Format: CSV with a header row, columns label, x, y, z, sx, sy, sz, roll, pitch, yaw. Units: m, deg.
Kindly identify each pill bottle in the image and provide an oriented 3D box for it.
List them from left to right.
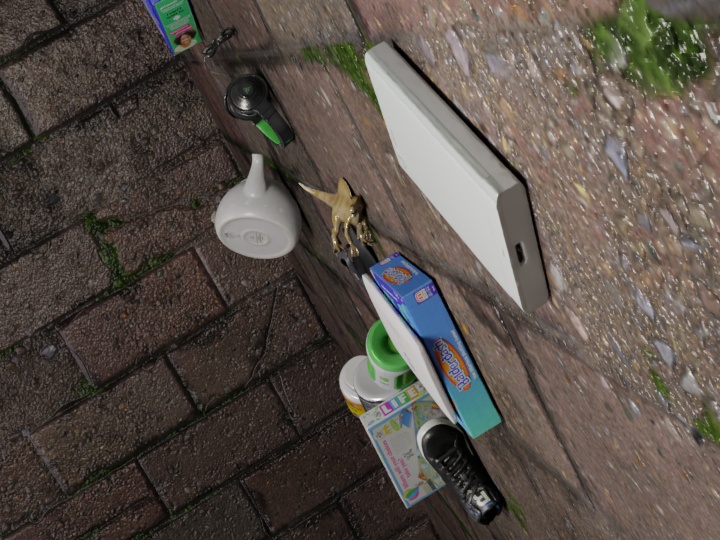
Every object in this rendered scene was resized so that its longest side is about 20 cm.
label,x,y,z,sx,sy,sz,roll,pitch,yaw
pill bottle,0.012,0.256,2.388,0.110,0.108,0.200,57,173,23
pill bottle,0.060,0.247,1.981,0.107,0.105,0.201,54,171,41

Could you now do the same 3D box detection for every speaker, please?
label,x,y,z,sx,sy,sz,roll,pitch,yaw
speaker,0.050,0.121,1.574,0.089,0.088,0.200,58,173,13

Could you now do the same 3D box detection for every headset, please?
label,x,y,z,sx,sy,sz,roll,pitch,yaw
headset,-0.172,-0.285,1.721,0.200,0.094,0.123,46,172,-12

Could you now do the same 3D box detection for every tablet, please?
label,x,y,z,sx,sy,sz,roll,pitch,yaw
tablet,0.058,0.093,1.328,0.131,0.014,0.200,64,175,-31

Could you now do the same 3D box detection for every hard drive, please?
label,x,y,z,sx,sy,sz,roll,pitch,yaw
hard drive,0.072,-0.073,0.824,0.201,0.026,0.133,54,171,42

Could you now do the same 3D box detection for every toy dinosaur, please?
label,x,y,z,sx,sy,sz,roll,pitch,yaw
toy dinosaur,-0.020,-0.078,1.485,0.200,0.058,0.103,-155,50,-66

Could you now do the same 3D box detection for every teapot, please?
label,x,y,z,sx,sy,sz,roll,pitch,yaw
teapot,-0.208,-0.127,2.276,0.196,0.199,0.148,29,-128,-32

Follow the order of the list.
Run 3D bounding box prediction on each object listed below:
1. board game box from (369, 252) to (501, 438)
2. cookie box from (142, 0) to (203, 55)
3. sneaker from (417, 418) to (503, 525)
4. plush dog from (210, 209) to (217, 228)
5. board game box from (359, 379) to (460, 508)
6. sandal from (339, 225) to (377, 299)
label,x,y,z,sx,sy,sz,roll,pitch,yaw
board game box,0.089,0.088,1.314,0.202,0.045,0.152,62,174,-18
cookie box,-0.405,-0.564,2.195,0.172,0.075,0.200,59,174,17
sneaker,0.165,0.315,1.658,0.201,0.073,0.112,55,175,-38
plush dog,-0.327,-0.157,3.275,0.172,0.161,0.199,43,-163,18
board game box,0.093,0.268,1.689,0.034,0.133,0.201,51,168,52
sandal,0.000,0.001,1.638,0.076,0.042,0.201,57,173,29
